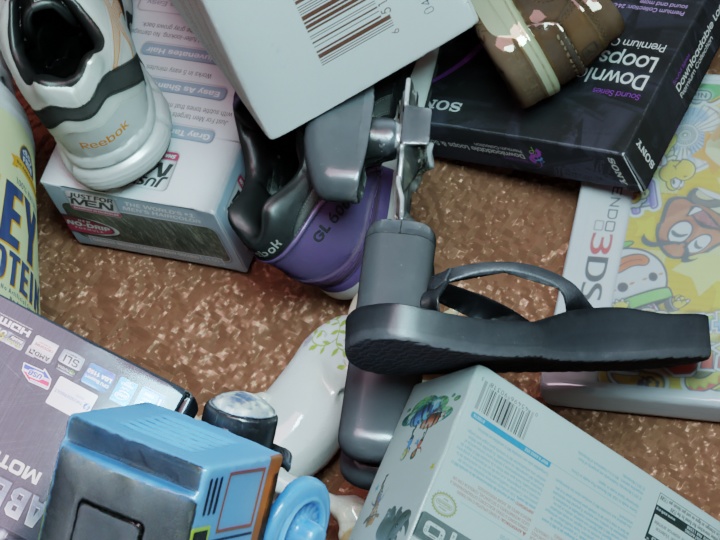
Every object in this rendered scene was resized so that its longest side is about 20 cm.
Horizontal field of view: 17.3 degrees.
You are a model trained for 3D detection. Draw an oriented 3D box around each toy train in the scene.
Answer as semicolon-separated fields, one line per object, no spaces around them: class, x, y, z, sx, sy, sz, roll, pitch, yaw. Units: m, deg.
toy train;-0.082;0.146;0.946;0.086;0.114;0.201;20;101;29

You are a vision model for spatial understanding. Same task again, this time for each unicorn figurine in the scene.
unicorn figurine;-0.033;0.079;1.099;0.200;0.074;0.137;-36;55;-28

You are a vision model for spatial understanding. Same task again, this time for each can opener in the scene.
can opener;0.000;0.000;1.071;0.067;0.053;0.201;6;60;4

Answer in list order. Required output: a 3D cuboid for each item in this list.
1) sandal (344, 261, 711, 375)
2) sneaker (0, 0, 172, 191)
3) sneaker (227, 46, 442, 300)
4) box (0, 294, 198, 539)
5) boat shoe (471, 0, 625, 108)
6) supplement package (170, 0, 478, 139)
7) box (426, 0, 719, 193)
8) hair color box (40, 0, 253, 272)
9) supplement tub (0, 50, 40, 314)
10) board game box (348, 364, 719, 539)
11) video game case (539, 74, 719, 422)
sandal;0.068;0.021;1.016;0.076;0.200;0.043;-11;81;45
sneaker;-0.150;-0.134;1.178;0.074;0.080;0.200;-30;52;1
sneaker;-0.016;-0.093;1.151;0.076;0.087;0.201;-16;61;43
box;-0.192;0.080;1.010;0.200;0.051;0.158;27;80;5
boat shoe;0.072;-0.166;1.165;0.075;0.075;0.203;-30;54;6
supplement package;-0.048;-0.177;1.123;0.117;0.117;0.200;-30;42;-5
box;0.119;-0.135;1.182;0.143;0.036;0.200;11;63;38
hair color box;-0.076;-0.105;1.220;0.099;0.061;0.201;10;62;21
supplement tub;-0.229;-0.017;1.156;0.144;0.145;0.201;-12;57;8
board game box;0.054;0.163;0.970;0.064;0.147;0.200;-22;39;57
video game case;0.197;-0.011;1.113;0.199;0.023;0.183;5;61;17
